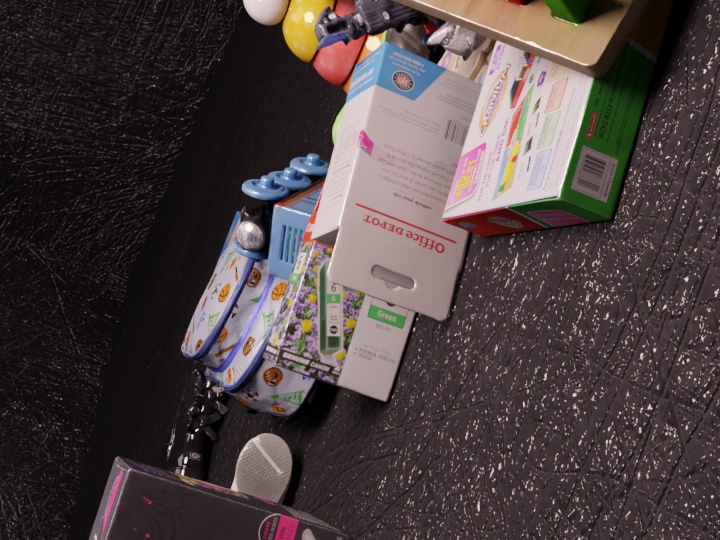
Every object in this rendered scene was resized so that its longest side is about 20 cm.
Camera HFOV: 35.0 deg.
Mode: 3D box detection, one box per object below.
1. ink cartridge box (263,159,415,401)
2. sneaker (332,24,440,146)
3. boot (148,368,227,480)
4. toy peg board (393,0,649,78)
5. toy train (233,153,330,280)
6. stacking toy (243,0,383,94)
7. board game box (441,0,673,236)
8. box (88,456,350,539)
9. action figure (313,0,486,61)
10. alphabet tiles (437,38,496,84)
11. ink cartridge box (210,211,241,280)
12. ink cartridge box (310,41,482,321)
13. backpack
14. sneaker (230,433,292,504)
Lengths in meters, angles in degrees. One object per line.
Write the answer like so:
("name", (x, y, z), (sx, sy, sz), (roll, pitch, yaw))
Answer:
("ink cartridge box", (0.000, 0.000, 0.989), (0.050, 0.108, 0.202), (-174, 103, -74))
("sneaker", (0.050, -0.191, 1.152), (0.083, 0.076, 0.202), (29, 94, 39))
("boot", (-0.255, 0.236, 1.651), (0.198, 0.073, 0.164), (-29, 46, 57))
("toy peg board", (0.106, -0.257, 0.711), (0.198, 0.098, 0.201), (30, 89, 36))
("toy train", (-0.043, -0.051, 1.109), (0.200, 0.113, 0.088), (-36, -39, -62))
("stacking toy", (-0.035, -0.268, 1.257), (0.146, 0.198, 0.148), (-161, 90, -74))
("board game box", (0.130, -0.107, 0.798), (0.200, 0.040, 0.155), (177, 112, -73))
("box", (-0.127, 0.247, 0.963), (0.106, 0.198, 0.124), (170, 118, -72))
("action figure", (0.042, -0.259, 0.940), (0.199, 0.195, 0.104), (-34, 9, -29))
("alphabet tiles", (0.120, -0.234, 1.033), (0.197, 0.014, 0.201), (-88, 23, -48))
("ink cartridge box", (-0.139, 0.015, 1.495), (0.200, 0.084, 0.146), (-138, 69, -72))
("ink cartridge box", (0.033, -0.066, 0.934), (0.068, 0.114, 0.203), (-17, 56, 65))
("backpack", (-0.089, 0.056, 1.178), (0.190, 0.153, 0.202), (12, 80, 64))
("sneaker", (-0.114, 0.268, 1.168), (0.080, 0.070, 0.203), (111, 178, -81))
